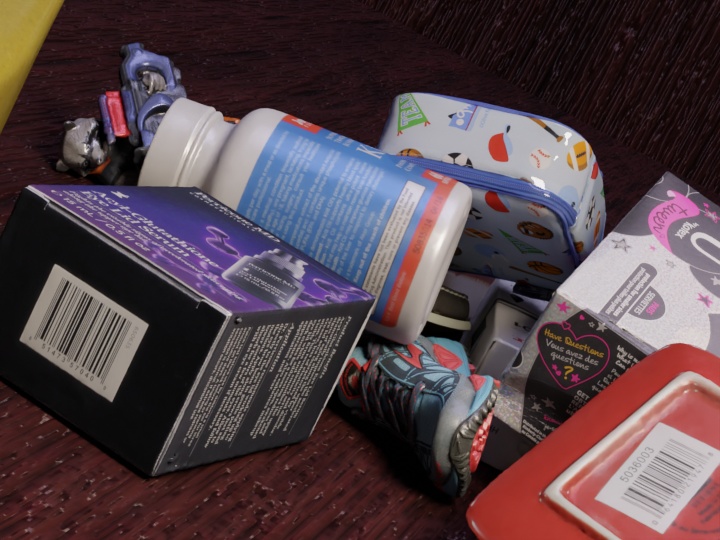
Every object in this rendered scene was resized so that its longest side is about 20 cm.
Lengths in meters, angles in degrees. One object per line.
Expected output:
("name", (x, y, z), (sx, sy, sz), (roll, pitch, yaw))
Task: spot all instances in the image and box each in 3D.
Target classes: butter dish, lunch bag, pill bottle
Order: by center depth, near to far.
("butter dish", (0.190, 0.170, 1.208), (0.200, 0.148, 0.199), (-36, 53, -28))
("pill bottle", (-0.038, -0.038, 1.366), (0.200, 0.112, 0.112), (22, 13, 4))
("lunch bag", (0.086, -0.048, 1.474), (0.160, 0.076, 0.200), (11, -19, 14))

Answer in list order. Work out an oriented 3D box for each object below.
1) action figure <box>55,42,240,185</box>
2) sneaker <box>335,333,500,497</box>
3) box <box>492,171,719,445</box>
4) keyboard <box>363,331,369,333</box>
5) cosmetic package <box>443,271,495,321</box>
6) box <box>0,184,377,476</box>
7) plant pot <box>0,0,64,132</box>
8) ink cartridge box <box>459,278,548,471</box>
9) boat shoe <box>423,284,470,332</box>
("action figure", (-0.140, -0.069, 1.629), (0.193, 0.105, 0.200), (14, 43, -22))
("sneaker", (0.027, 0.087, 1.364), (0.095, 0.079, 0.200), (15, 7, -10))
("box", (0.192, 0.043, 1.389), (0.132, 0.115, 0.200), (36, 36, 10))
("keyboard", (-0.046, 0.028, 1.457), (0.200, 0.021, 0.127), (15, -9, -40))
("cosmetic package", (0.055, -0.011, 1.652), (0.200, 0.087, 0.103), (20, -5, -41))
("box", (-0.106, 0.029, 1.222), (0.148, 0.104, 0.200), (31, 14, 19))
("plant pot", (-0.287, -0.089, 1.149), (0.194, 0.196, 0.200), (24, 20, -14))
("ink cartridge box", (0.142, 0.089, 1.524), (0.146, 0.086, 0.200), (27, 12, -2))
("boat shoe", (0.000, 0.000, 1.502), (0.201, 0.061, 0.072), (16, -11, -34))
